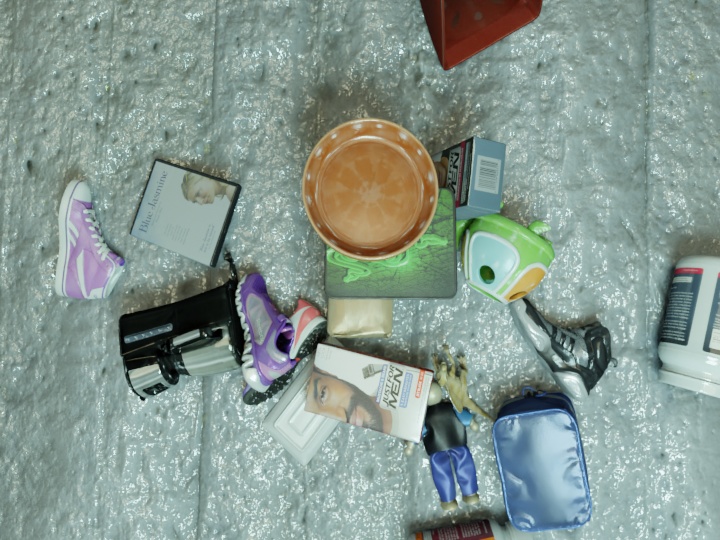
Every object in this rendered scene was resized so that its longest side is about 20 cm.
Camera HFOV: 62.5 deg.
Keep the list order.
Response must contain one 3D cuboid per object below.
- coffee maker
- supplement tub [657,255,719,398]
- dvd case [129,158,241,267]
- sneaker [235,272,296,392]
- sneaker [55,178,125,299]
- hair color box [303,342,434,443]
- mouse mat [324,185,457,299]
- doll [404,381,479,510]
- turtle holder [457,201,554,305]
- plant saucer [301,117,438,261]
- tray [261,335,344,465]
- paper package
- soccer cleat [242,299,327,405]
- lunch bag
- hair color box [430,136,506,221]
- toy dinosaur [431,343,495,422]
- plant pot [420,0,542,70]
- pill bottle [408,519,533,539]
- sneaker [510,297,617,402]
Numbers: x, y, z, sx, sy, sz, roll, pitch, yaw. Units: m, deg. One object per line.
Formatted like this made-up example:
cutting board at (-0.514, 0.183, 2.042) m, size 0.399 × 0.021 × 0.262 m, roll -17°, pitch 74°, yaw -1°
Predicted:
coffee maker at (-0.293, 0.100, 1.005) m, size 0.193 × 0.137 × 0.196 m, roll -14°, pitch 45°, yaw 2°
supplement tub at (0.554, 0.090, 0.935) m, size 0.136 × 0.140 × 0.207 m, roll 14°, pitch 87°, yaw 4°
dvd case at (-0.306, -0.104, 1.031) m, size 0.195 × 0.017 × 0.147 m, roll 18°, pitch 88°, yaw 24°
sneaker at (-0.149, 0.090, 0.971) m, size 0.086 × 0.080 × 0.205 m, roll -23°, pitch 58°, yaw 16°
sneaker at (-0.466, -0.053, 1.047) m, size 0.110 × 0.073 × 0.208 m, roll 5°, pitch 97°, yaw 0°
hair color box at (0.015, 0.197, 0.970) m, size 0.193 × 0.064 × 0.115 m, roll 12°, pitch 86°, yaw 11°
mouse mat at (0.044, -0.041, 0.855) m, size 0.192 × 0.008 × 0.167 m, roll 0°, pitch 81°, yaw -1°
doll at (0.137, 0.289, 0.994) m, size 0.132 × 0.048 × 0.207 m, roll -14°, pitch 86°, yaw 2°
turtle holder at (0.216, -0.032, 0.964) m, size 0.182 × 0.141 × 0.135 m, roll 30°, pitch 90°, yaw 4°
plant saucer at (0.014, -0.114, 0.846) m, size 0.192 × 0.032 × 0.208 m, roll 0°, pitch 80°, yaw -2°
tray at (-0.076, 0.225, 1.024) m, size 0.107 × 0.022 × 0.202 m, roll 38°, pitch 89°, yaw 6°
paper package at (0.000, 0.000, 0.949) m, size 0.099 × 0.191 × 0.208 m, roll 2°, pitch 86°, yaw -2°
soccer cleat at (-0.138, 0.143, 1.020) m, size 0.201 × 0.068 × 0.073 m, roll -49°, pitch 61°, yaw 3°
lunch bag at (0.287, 0.290, 0.946) m, size 0.131 × 0.132 × 0.208 m, roll -10°, pitch 87°, yaw 18°
hair color box at (0.151, -0.136, 0.941) m, size 0.059 × 0.199 × 0.103 m, roll 8°, pitch 87°, yaw -18°
toy dinosaur at (0.158, 0.191, 0.981) m, size 0.057 × 0.200 × 0.103 m, roll -27°, pitch 44°, yaw 21°
plant pot at (0.181, -0.501, 0.980) m, size 0.195 × 0.200 × 0.180 m, roll -28°, pitch 72°, yaw 1°
pill bottle at (0.180, 0.467, 0.947) m, size 0.193 × 0.114 × 0.118 m, roll -12°, pitch 86°, yaw 3°
sneaker at (0.339, 0.106, 0.983) m, size 0.113 × 0.075 × 0.202 m, roll -37°, pitch 91°, yaw 0°
